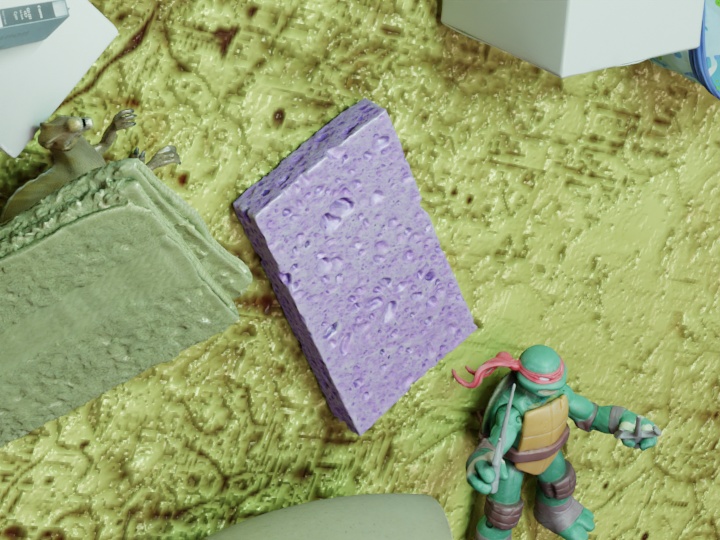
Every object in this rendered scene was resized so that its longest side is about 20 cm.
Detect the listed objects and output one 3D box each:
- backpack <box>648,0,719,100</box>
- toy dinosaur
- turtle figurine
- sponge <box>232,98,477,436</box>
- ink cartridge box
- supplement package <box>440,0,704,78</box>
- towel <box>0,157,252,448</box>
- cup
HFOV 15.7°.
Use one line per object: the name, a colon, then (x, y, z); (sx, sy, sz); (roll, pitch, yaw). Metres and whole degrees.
backpack: (0.267, -0.210, 1.692); (0.183, 0.147, 0.201); (-18, 125, -30)
toy dinosaur: (-0.160, -0.031, 1.492); (0.101, 0.058, 0.200); (-15, 140, -27)
turtle figurine: (0.125, 0.118, 1.770); (0.149, 0.101, 0.200); (-14, 137, -18)
sponge: (0.000, 0.000, 1.652); (0.112, 0.030, 0.200); (-40, 131, -18)
ink cartridge box: (-0.199, -0.185, 1.381); (0.176, 0.045, 0.200); (-52, 134, -5)
supplement package: (0.136, -0.236, 1.584); (0.121, 0.120, 0.201); (-15, 120, -36)
towel: (-0.172, 0.021, 1.463); (0.200, 0.037, 0.148); (-30, 137, 8)
cup: (-0.040, 0.230, 1.644); (0.143, 0.200, 0.201); (10, 106, -16)
